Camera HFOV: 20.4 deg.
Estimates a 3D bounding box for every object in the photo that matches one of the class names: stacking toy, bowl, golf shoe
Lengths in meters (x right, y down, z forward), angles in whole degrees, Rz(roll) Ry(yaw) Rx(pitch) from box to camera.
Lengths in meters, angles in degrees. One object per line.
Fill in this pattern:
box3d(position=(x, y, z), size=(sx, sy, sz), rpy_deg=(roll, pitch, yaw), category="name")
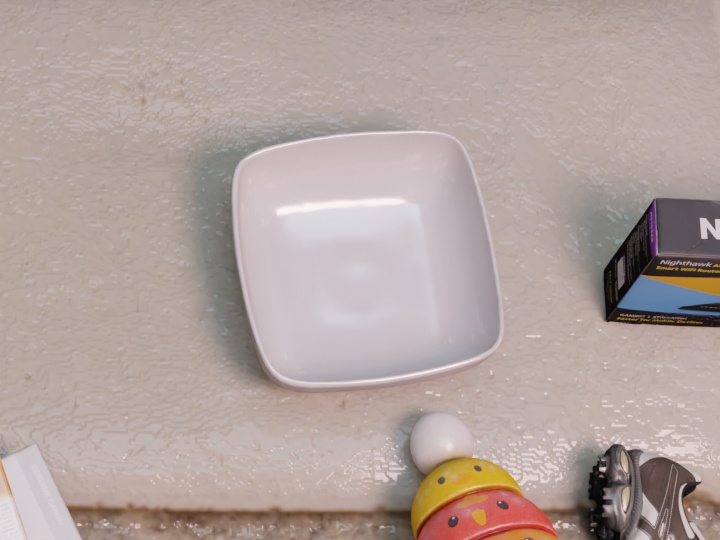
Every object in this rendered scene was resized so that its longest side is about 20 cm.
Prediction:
box3d(position=(0.080, 0.190, 1.474), size=(0.145, 0.147, 0.201), rpy_deg=(-16, 55, -14), category="stacking toy")
box3d(position=(0.000, 0.000, 1.543), size=(0.198, 0.075, 0.202), rpy_deg=(-6, 71, -12), category="bowl")
box3d(position=(0.219, 0.230, 1.491), size=(0.093, 0.078, 0.202), rpy_deg=(6, 70, -7), category="golf shoe")

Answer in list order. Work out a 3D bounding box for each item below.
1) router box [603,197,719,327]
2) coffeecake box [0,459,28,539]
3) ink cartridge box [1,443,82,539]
box3d(position=(0.302, -0.002, 1.551), size=(0.198, 0.149, 0.052), rpy_deg=(2, 68, -8), category="router box")
box3d(position=(-0.239, 0.242, 1.326), size=(0.072, 0.154, 0.201), rpy_deg=(-18, 73, -13), category="coffeecake box")
box3d(position=(-0.270, 0.248, 1.425), size=(0.172, 0.044, 0.201), rpy_deg=(-24, 75, -17), category="ink cartridge box")
